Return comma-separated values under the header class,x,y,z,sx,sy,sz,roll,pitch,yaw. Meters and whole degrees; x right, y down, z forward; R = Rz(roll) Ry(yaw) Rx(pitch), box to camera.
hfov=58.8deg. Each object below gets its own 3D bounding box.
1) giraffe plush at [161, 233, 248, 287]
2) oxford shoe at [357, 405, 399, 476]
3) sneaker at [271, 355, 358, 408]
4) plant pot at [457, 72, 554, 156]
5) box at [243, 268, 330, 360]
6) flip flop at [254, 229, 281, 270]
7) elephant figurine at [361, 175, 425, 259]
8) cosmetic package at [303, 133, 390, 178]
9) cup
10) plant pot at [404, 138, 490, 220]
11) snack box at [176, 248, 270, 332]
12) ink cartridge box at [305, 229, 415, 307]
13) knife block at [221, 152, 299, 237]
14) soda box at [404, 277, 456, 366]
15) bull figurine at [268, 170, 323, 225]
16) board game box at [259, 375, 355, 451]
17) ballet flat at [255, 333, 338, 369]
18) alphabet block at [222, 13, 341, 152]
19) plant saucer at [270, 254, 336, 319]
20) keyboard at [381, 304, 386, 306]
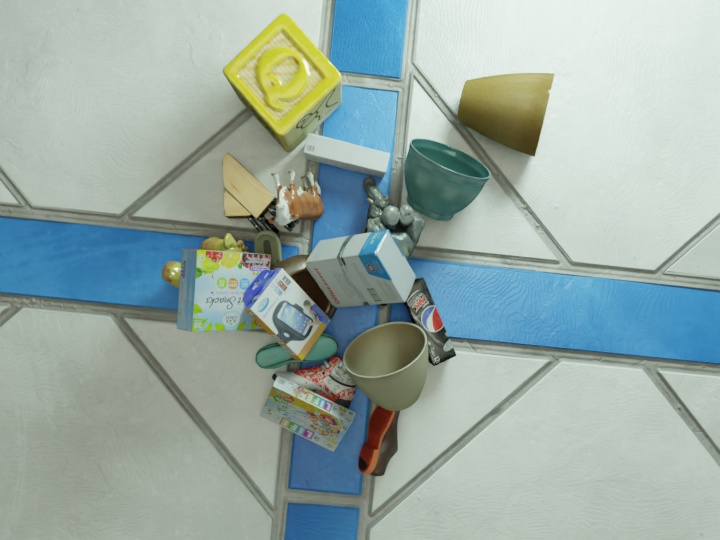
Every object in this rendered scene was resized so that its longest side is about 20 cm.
class,x,y,z,sx,sy,sz,roll,pitch,yaw
giraffe plush,-0.335,-0.008,1.468,0.198,0.172,0.164,30,81,-10
oxford shoe,0.060,0.392,1.528,0.072,0.071,0.203,25,85,-30
sneaker,-0.102,0.244,1.513,0.199,0.067,0.109,20,88,-5
plant pot,0.333,-0.380,1.488,0.197,0.186,0.189,14,89,12
box,-0.167,0.091,1.422,0.200,0.041,0.120,49,63,-27
flip flop,-0.207,0.005,1.493,0.080,0.058,0.203,-7,115,-5
elephant figurine,0.060,-0.109,1.491,0.140,0.200,0.156,30,94,-26
cosmetic package,-0.033,-0.271,1.510,0.197,0.083,0.051,14,87,-2
cup,0.073,0.236,1.472,0.197,0.201,0.145,-19,117,-2
plant pot,0.182,-0.201,1.477,0.198,0.201,0.136,22,116,-2
snack box,-0.293,0.043,1.384,0.067,0.198,0.172,6,91,42
ink cartridge box,0.000,0.000,1.422,0.147,0.198,0.086,57,46,-31
knife block,-0.235,-0.176,1.511,0.172,0.064,0.204,-3,90,-3
soda box,0.157,0.120,1.520,0.063,0.071,0.202,-24,90,-3
bull figurine,-0.149,-0.163,1.459,0.064,0.199,0.124,-8,90,26
board game box,-0.126,0.335,1.486,0.198,0.034,0.135,26,133,-1
ballet flat,-0.151,0.186,1.509,0.197,0.070,0.069,-11,91,-5
alphabet block,-0.168,-0.415,1.446,0.195,0.200,0.196,-45,91,-2
plant saucer,-0.136,0.066,1.488,0.197,0.037,0.204,-5,104,-22
keyboard,0.002,-0.006,1.541,0.198,0.040,0.105,31,112,-3
